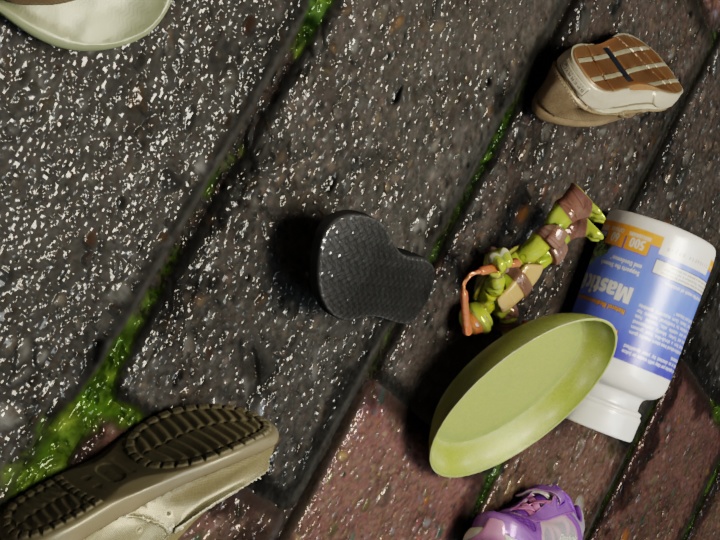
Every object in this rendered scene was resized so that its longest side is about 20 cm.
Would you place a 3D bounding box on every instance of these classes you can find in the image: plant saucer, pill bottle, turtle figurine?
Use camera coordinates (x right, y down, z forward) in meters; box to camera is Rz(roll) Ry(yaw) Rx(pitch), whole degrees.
[{"bbox_3d":[0.135,0.103,1.124,0.198,0.031,0.201,-27,149,-18],"label":"plant saucer"},{"bbox_3d":[0.254,0.054,1.233,0.112,0.111,0.203,21,89,-51],"label":"pill bottle"},{"bbox_3d":[0.137,0.006,1.111,0.161,0.064,0.201,-43,149,-9],"label":"turtle figurine"}]

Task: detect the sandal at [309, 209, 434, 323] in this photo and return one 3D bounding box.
[{"bbox_3d":[0.000,0.000,0.972,0.076,0.045,0.200,-63,156,0],"label":"sandal"}]

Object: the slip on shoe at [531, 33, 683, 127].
[{"bbox_3d":[0.220,-0.161,1.145,0.061,0.076,0.199,-43,166,34],"label":"slip on shoe"}]

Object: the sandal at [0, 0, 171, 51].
[{"bbox_3d":[-0.172,-0.169,0.672,0.200,0.057,0.081,21,90,-52],"label":"sandal"}]

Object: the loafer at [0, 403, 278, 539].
[{"bbox_3d":[-0.140,0.149,0.843,0.198,0.076,0.068,-21,122,-32],"label":"loafer"}]

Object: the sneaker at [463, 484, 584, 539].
[{"bbox_3d":[0.165,0.246,1.246,0.200,0.080,0.090,33,74,-56],"label":"sneaker"}]
